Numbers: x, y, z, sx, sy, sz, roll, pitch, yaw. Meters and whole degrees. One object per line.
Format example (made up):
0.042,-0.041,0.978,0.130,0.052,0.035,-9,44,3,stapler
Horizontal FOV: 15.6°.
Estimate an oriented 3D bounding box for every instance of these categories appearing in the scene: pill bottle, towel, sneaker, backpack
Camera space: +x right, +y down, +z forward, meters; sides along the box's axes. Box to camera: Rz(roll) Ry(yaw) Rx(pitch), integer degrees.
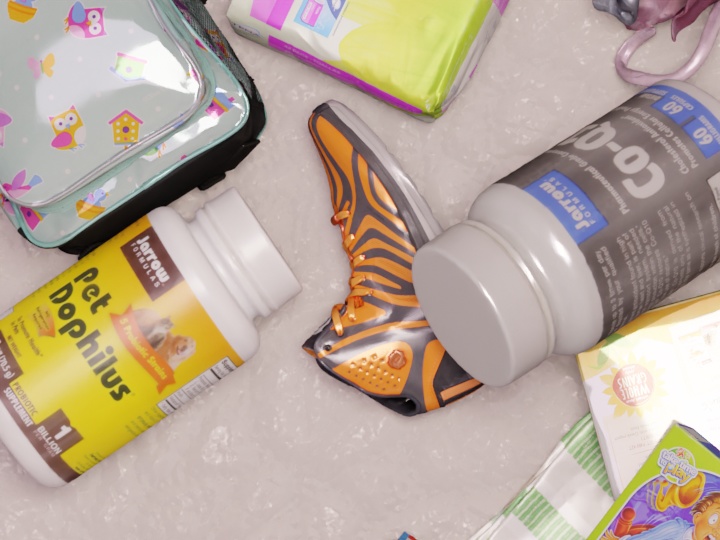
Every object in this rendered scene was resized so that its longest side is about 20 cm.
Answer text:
0.135,-0.021,1.564,0.199,0.114,0.114,-32,84,-23,pill bottle
-0.137,0.036,1.607,0.199,0.109,0.110,-35,84,0,pill bottle
0.158,0.176,1.624,0.152,0.023,0.200,42,88,5,towel
0.000,0.000,1.619,0.112,0.078,0.201,-32,85,-1,sneaker
-0.176,-0.130,1.606,0.175,0.153,0.201,-33,78,5,backpack

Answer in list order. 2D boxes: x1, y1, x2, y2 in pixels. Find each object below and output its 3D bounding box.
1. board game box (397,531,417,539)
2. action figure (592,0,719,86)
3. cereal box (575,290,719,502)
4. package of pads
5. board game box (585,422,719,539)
0.060,0.295,1.591,0.195,0.056,0.201,29,94,5,board game box
0.244,-0.212,1.613,0.199,0.134,0.150,-32,123,-25,action figure
0.220,0.115,1.594,0.143,0.040,0.201,-15,87,4,cereal box
0.028,-0.208,1.639,0.154,0.068,0.201,26,88,5,package of pads
0.222,0.203,1.523,0.200,0.045,0.135,40,98,22,board game box
